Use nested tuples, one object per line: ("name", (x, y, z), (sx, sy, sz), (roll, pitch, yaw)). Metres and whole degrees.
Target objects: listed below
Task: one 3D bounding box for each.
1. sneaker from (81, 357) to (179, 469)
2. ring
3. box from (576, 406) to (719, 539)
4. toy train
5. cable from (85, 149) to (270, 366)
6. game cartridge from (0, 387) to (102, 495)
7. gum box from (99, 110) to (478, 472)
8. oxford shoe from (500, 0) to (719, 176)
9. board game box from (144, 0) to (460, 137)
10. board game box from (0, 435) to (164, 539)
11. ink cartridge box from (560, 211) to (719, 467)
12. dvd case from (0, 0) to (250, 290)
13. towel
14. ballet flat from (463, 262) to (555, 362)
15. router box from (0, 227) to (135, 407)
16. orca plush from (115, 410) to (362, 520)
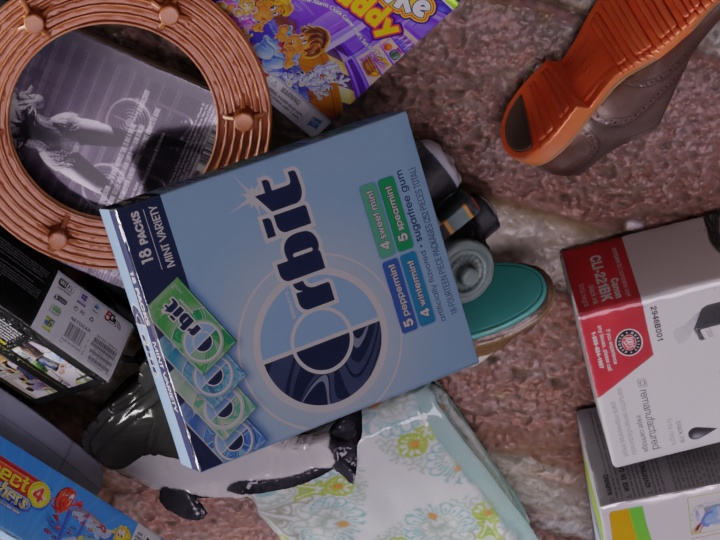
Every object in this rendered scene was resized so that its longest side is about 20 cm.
("sneaker", (-0.121, 0.098, 1.284), (0.091, 0.076, 0.200), (44, 143, -3))
("ring", (-0.154, -0.090, 1.193), (0.199, 0.019, 0.201), (-2, 116, -5))
("box", (0.231, 0.206, 1.451), (0.101, 0.113, 0.201), (-10, 126, 3))
("toy train", (0.000, 0.000, 1.282), (0.200, 0.085, 0.114), (-39, 120, -5))
("cable", (-0.108, -0.018, 1.302), (0.162, 0.051, 0.201), (-2, 124, -4))
("game cartridge", (-0.281, 0.107, 1.339), (0.200, 0.041, 0.133), (38, 155, -27))
("gum box", (-0.042, 0.011, 1.198), (0.199, 0.045, 0.171), (-21, 100, -20))
("oxford shoe", (0.181, -0.137, 1.246), (0.073, 0.072, 0.200), (22, 128, -39))
("board game box", (-0.055, -0.193, 1.189), (0.200, 0.045, 0.134), (38, 114, -26))
("board game box", (-0.271, 0.172, 1.351), (0.196, 0.056, 0.200), (37, 151, -26))
("ink cartridge box", (0.256, 0.040, 1.355), (0.199, 0.084, 0.145), (-15, 124, 5))
("dvd case", (-0.190, -0.081, 1.231), (0.199, 0.016, 0.149), (23, 108, -6))
("towel", (0.024, 0.182, 1.454), (0.171, 0.048, 0.200), (-27, 122, 12))
("ballet flat", (0.047, 0.049, 1.361), (0.199, 0.068, 0.072), (-19, 144, 8))
("router box", (-0.272, 0.016, 1.271), (0.200, 0.051, 0.149), (39, 145, -27))
("orca plush", (-0.092, 0.117, 1.394), (0.199, 0.071, 0.106), (-13, 97, 16))
